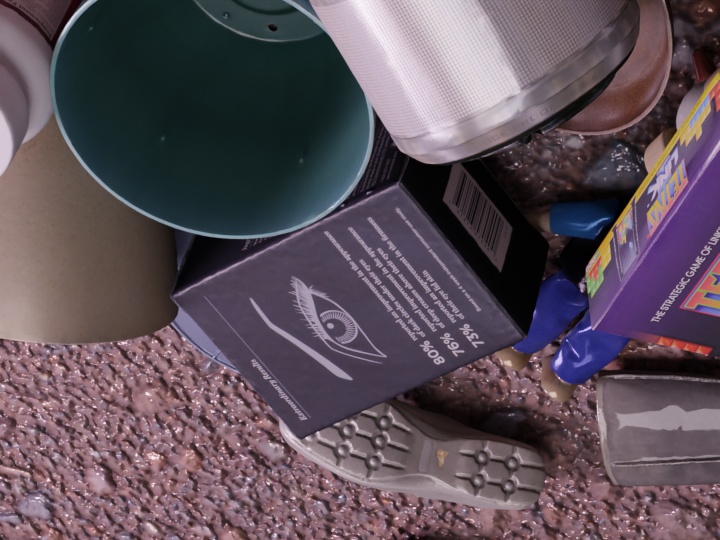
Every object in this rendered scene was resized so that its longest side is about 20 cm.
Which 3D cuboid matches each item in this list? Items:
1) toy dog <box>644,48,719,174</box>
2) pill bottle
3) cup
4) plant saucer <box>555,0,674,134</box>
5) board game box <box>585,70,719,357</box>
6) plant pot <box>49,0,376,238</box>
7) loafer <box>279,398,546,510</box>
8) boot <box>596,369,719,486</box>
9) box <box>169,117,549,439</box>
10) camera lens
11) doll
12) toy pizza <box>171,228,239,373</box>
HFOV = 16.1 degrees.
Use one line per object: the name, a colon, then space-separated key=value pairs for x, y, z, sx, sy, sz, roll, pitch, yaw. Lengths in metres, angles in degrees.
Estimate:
toy dog: x=0.269 y=-0.081 z=1.616 sx=0.132 sy=0.096 sz=0.200 roll=-26 pitch=135 yaw=28
pill bottle: x=-0.230 y=-0.145 z=1.591 sx=0.109 sy=0.200 sz=0.110 roll=7 pitch=130 yaw=9
cup: x=-0.212 y=-0.051 z=1.697 sx=0.200 sy=0.200 sz=0.143 roll=11 pitch=107 yaw=5
plant saucer: x=0.113 y=-0.175 z=1.550 sx=0.200 sy=0.032 sz=0.200 roll=30 pitch=144 yaw=26
board game box: x=0.254 y=-0.024 z=1.565 sx=0.165 sy=0.057 sz=0.200 roll=11 pitch=139 yaw=-16
plant pot: x=-0.076 y=-0.147 z=1.578 sx=0.200 sy=0.161 sz=0.201 roll=7 pitch=131 yaw=8
loafer: x=0.035 y=0.133 z=1.851 sx=0.200 sy=0.070 sz=0.070 roll=18 pitch=170 yaw=-7
boot: x=0.277 y=0.141 z=1.801 sx=0.200 sy=0.073 sz=0.182 roll=-9 pitch=114 yaw=13
box: x=0.000 y=0.000 z=1.683 sx=0.200 sy=0.104 sz=0.148 roll=-24 pitch=119 yaw=30
camera lens: x=0.052 y=-0.173 z=1.437 sx=0.160 sy=0.160 sz=0.200 roll=-23 pitch=108 yaw=30
doll: x=0.165 y=0.002 z=1.722 sx=0.136 sy=0.048 sz=0.200 roll=35 pitch=129 yaw=-4
toy pizza: x=-0.053 y=0.001 z=1.788 sx=0.200 sy=0.032 sz=0.200 roll=7 pitch=130 yaw=9
